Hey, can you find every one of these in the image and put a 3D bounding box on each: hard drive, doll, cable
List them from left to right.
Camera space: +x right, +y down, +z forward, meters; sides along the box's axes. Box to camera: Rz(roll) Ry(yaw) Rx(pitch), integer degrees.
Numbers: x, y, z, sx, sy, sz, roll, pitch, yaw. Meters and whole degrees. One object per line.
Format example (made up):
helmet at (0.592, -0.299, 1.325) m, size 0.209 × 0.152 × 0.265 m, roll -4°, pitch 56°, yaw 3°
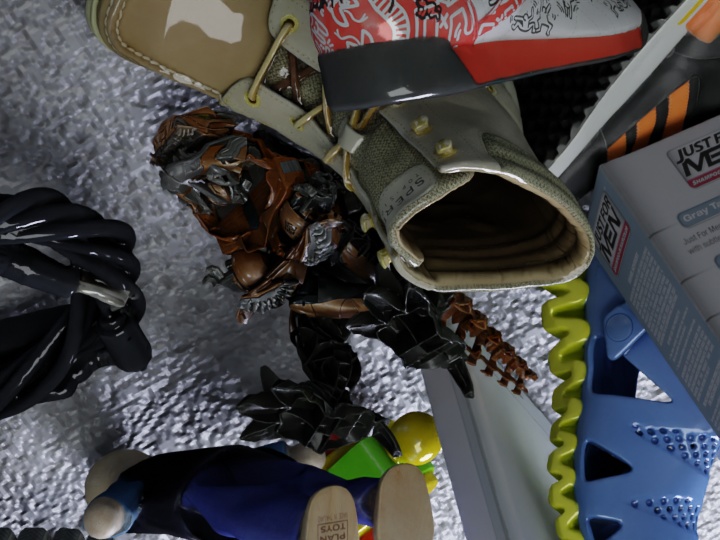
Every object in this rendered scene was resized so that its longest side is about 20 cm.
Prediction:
cable at (-0.190, 0.022, 1.023) m, size 0.199 × 0.051 × 0.163 m, roll -7°, pitch 153°, yaw 0°
doll at (-0.062, 0.102, 1.076) m, size 0.136 × 0.200 × 0.049 m, roll -12°, pitch 99°, yaw -37°
hard drive at (0.081, 0.122, 1.112) m, size 0.027 × 0.200 × 0.132 m, roll -31°, pitch 127°, yaw 14°

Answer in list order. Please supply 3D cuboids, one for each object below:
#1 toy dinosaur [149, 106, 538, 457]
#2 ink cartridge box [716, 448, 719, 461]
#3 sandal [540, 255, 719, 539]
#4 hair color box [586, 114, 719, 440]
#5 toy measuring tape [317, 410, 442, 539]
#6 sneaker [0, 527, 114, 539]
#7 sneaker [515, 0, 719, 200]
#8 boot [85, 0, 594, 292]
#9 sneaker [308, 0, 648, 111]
toy dinosaur at (0.000, 0.000, 1.043) m, size 0.199 × 0.136 × 0.102 m, roll 12°, pitch 129°, yaw -16°
ink cartridge box at (0.245, 0.021, 1.124) m, size 0.200 × 0.145 × 0.087 m, roll -46°, pitch 136°, yaw 16°
sandal at (0.133, 0.068, 1.092) m, size 0.087 × 0.201 × 0.079 m, roll -12°, pitch 165°, yaw 28°
hair color box at (0.189, 0.027, 1.028) m, size 0.099 × 0.200 × 0.061 m, roll -23°, pitch 153°, yaw -16°
toy measuring tape at (-0.021, 0.126, 1.179) m, size 0.073 × 0.074 × 0.200 m, roll 23°, pitch 130°, yaw -29°
sneaker at (-0.157, 0.178, 1.139) m, size 0.199 × 0.075 × 0.116 m, roll 15°, pitch 135°, yaw 10°
sneaker at (0.122, -0.065, 1.079) m, size 0.090 × 0.070 × 0.200 m, roll 32°, pitch 108°, yaw -29°
boot at (-0.008, -0.064, 0.986) m, size 0.199 × 0.155 × 0.072 m, roll 15°, pitch 119°, yaw -25°
sneaker at (0.048, -0.128, 0.947) m, size 0.201 × 0.067 × 0.108 m, roll -18°, pitch 101°, yaw -53°
